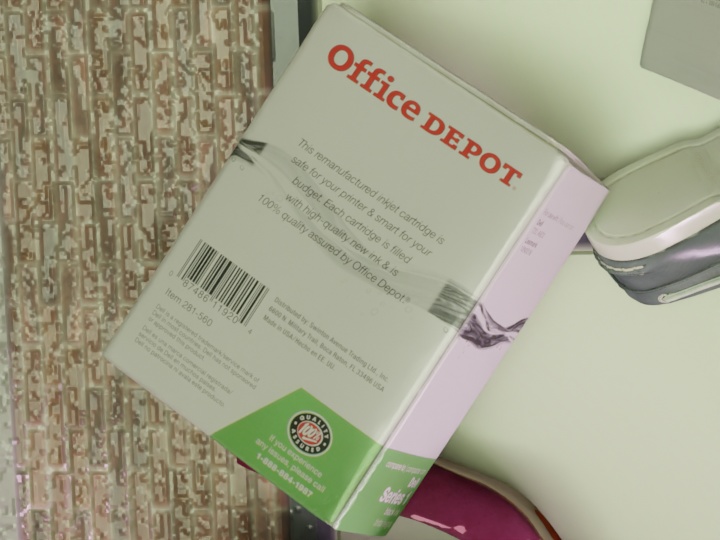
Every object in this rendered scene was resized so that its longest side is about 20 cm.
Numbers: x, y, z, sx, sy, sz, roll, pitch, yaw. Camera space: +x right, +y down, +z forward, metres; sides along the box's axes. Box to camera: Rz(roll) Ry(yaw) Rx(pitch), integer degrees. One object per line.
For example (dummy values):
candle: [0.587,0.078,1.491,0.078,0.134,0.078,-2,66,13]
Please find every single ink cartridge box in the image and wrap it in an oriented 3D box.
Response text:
ink cartridge box: [0.000,0.000,1.357,0.146,0.084,0.200,36,94,21]

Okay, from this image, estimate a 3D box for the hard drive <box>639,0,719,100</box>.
hard drive: [0.183,-0.176,1.312,0.026,0.132,0.201,6,102,-25]

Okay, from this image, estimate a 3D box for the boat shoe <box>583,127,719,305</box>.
boat shoe: [0.204,-0.039,1.374,0.199,0.073,0.062,-21,132,7]

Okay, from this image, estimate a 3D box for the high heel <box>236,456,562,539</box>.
high heel: [0.034,0.129,1.416,0.096,0.067,0.200,-41,77,3]
